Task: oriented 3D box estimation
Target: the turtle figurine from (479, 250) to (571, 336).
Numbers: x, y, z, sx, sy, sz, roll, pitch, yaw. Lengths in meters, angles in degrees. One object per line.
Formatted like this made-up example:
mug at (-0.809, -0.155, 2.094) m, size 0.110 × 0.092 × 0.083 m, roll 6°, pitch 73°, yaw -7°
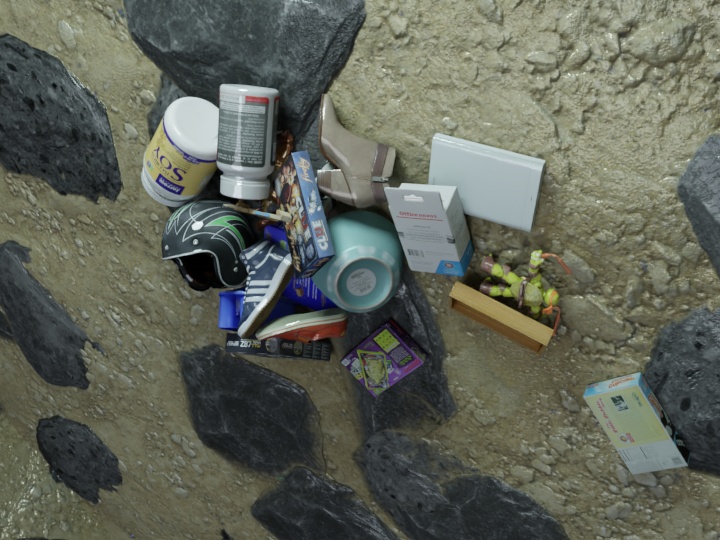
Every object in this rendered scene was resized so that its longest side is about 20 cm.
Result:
turtle figurine at (0.296, 0.040, 1.337) m, size 0.159 × 0.065 × 0.202 m, roll 19°, pitch 142°, yaw 30°

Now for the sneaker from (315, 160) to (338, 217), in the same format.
sneaker at (-0.074, -0.143, 1.441) m, size 0.073 × 0.080 × 0.201 m, roll 39°, pitch 132°, yaw 5°

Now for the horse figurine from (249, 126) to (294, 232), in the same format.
horse figurine at (-0.184, -0.183, 1.485) m, size 0.130 × 0.050 × 0.204 m, roll -2°, pitch 104°, yaw 14°

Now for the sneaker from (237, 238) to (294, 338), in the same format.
sneaker at (-0.219, 0.031, 1.512) m, size 0.108 × 0.070 × 0.202 m, roll 34°, pitch 93°, yaw 11°

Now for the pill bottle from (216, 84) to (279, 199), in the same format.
pill bottle at (-0.216, -0.244, 1.395) m, size 0.112 × 0.113 × 0.204 m, roll 13°, pitch 107°, yaw 24°

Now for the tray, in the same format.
tray at (0.262, 0.090, 1.385) m, size 0.198 × 0.037 × 0.099 m, roll 29°, pitch 169°, yaw 14°

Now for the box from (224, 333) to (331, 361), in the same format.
box at (-0.184, 0.175, 1.669) m, size 0.159 × 0.199 × 0.050 m, roll 1°, pitch 81°, yaw 33°

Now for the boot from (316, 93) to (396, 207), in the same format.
boot at (-0.006, -0.217, 1.343) m, size 0.143 × 0.070 × 0.205 m, roll 2°, pitch 95°, yaw 3°

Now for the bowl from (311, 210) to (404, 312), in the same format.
bowl at (0.000, 0.000, 1.409) m, size 0.196 × 0.106 × 0.204 m, roll -5°, pitch 120°, yaw -9°

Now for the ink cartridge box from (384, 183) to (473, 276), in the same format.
ink cartridge box at (0.126, -0.088, 1.326) m, size 0.114 × 0.067 × 0.202 m, roll 8°, pitch 138°, yaw 30°

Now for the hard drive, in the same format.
hard drive at (0.215, -0.153, 1.282) m, size 0.197 × 0.026 × 0.134 m, roll 18°, pitch 129°, yaw 21°

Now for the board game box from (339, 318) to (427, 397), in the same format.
board game box at (0.049, 0.197, 1.637) m, size 0.120 × 0.032 × 0.200 m, roll 48°, pitch 135°, yaw 0°

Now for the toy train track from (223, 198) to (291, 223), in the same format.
toy train track at (-0.186, -0.119, 1.400) m, size 0.199 × 0.113 × 0.033 m, roll 17°, pitch 92°, yaw 54°

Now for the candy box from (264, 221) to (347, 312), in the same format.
candy box at (-0.105, -0.010, 1.556) m, size 0.197 × 0.077 × 0.171 m, roll 24°, pitch 130°, yaw 18°

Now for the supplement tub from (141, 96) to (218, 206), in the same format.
supplement tub at (-0.362, -0.239, 1.511) m, size 0.145 × 0.146 × 0.200 m, roll 44°, pitch 134°, yaw -2°

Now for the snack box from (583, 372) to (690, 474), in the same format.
snack box at (0.523, 0.293, 1.392) m, size 0.115 × 0.037 × 0.202 m, roll -24°, pitch 106°, yaw 41°

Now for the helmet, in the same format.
helmet at (-0.324, -0.060, 1.572) m, size 0.197 × 0.201 × 0.192 m, roll -13°, pitch 123°, yaw 38°

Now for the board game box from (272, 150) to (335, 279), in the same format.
board game box at (-0.109, -0.101, 1.373) m, size 0.135 × 0.034 × 0.204 m, roll -39°, pitch 64°, yaw 61°

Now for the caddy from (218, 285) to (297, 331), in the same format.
caddy at (-0.227, 0.085, 1.631) m, size 0.139 × 0.199 × 0.107 m, roll -2°, pitch 79°, yaw 31°

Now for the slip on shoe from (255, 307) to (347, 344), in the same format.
slip on shoe at (-0.121, 0.125, 1.519) m, size 0.196 × 0.074 × 0.062 m, roll -9°, pitch 105°, yaw 3°
